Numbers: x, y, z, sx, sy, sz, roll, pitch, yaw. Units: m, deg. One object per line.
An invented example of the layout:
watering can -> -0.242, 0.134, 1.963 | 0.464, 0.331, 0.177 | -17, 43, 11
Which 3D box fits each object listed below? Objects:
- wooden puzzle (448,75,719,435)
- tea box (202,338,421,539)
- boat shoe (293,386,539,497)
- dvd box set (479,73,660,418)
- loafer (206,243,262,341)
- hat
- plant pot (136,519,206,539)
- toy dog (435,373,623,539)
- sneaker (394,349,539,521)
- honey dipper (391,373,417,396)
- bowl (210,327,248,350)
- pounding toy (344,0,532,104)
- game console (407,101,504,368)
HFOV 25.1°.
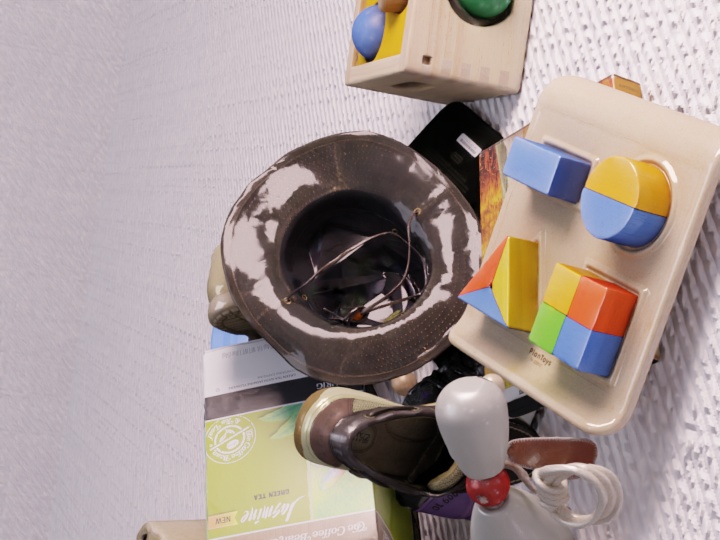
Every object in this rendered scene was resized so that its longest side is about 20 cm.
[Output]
wooden puzzle -> 0.133, -0.019, 1.027 | 0.185, 0.046, 0.200 | 33, 103, 56
tea box -> -0.033, 0.182, 1.272 | 0.200, 0.133, 0.197 | 69, -169, -51
boat shoe -> 0.050, 0.124, 1.092 | 0.065, 0.200, 0.073 | 28, 107, 55
dvd box set -> 0.136, -0.014, 1.094 | 0.146, 0.029, 0.200 | -29, 53, 49
loafer -> -0.065, 0.021, 1.285 | 0.200, 0.076, 0.068 | 37, -136, -71
hat -> 0.000, 0.000, 1.200 | 0.081, 0.200, 0.201 | 68, -158, -67
plant pot -> -0.121, 0.309, 1.522 | 0.200, 0.183, 0.201 | -171, 90, -71
toy dog -> 0.104, 0.138, 1.021 | 0.096, 0.132, 0.200 | -53, -22, -42
sneaker -> 0.078, 0.093, 1.178 | 0.076, 0.087, 0.200 | -126, 48, -65
honey dipper -> 0.019, 0.044, 1.469 | 0.200, 0.038, 0.038 | -112, 35, -49
bowl -> -0.099, 0.131, 1.500 | 0.201, 0.039, 0.201 | -9, -90, -84
pounding toy -> 0.056, -0.242, 1.310 | 0.200, 0.142, 0.185 | -174, 92, -72
game console -> 0.083, -0.020, 1.327 | 0.176, 0.116, 0.200 | -47, 26, 5
